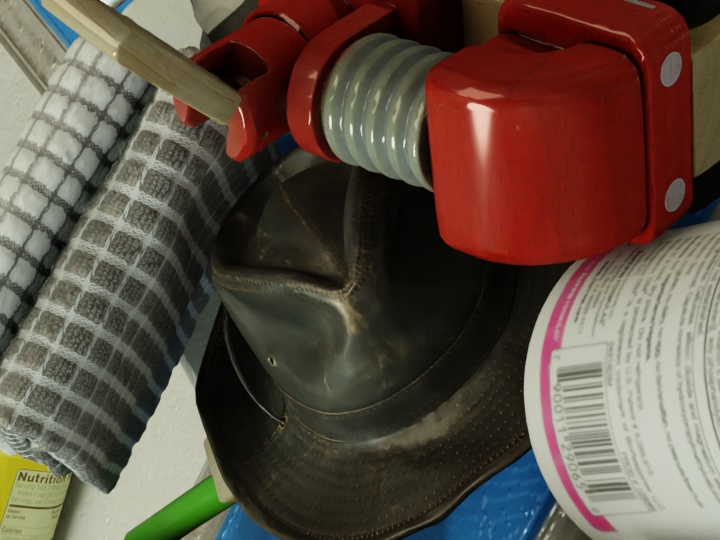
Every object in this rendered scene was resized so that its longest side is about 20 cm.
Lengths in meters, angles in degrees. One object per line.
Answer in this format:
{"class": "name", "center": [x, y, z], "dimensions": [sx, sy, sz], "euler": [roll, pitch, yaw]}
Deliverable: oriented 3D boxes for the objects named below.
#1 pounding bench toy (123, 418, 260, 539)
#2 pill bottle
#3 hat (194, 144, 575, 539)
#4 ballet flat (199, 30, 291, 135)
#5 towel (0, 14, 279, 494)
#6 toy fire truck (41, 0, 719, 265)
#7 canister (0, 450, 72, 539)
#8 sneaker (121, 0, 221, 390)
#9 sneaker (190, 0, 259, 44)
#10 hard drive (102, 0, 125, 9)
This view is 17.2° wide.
{"class": "pounding bench toy", "center": [-0.075, 0.151, 1.002], "dimensions": [0.156, 0.124, 0.201], "euler": [6, 91, 53]}
{"class": "pill bottle", "center": [0.157, 0.033, 0.755], "dimensions": [0.200, 0.113, 0.114], "euler": [-11, 72, 51]}
{"class": "hat", "center": [0.000, 0.000, 0.882], "dimensions": [0.200, 0.081, 0.201], "euler": [-22, 42, 22]}
{"class": "ballet flat", "center": [-0.035, -0.153, 1.006], "dimensions": [0.073, 0.073, 0.201], "euler": [54, 143, 45]}
{"class": "towel", "center": [-0.098, 0.002, 0.964], "dimensions": [0.166, 0.085, 0.200], "euler": [-64, -7, -9]}
{"class": "toy fire truck", "center": [0.007, -0.065, 0.782], "dimensions": [0.176, 0.200, 0.129], "euler": [23, 133, 36]}
{"class": "canister", "center": [-0.220, 0.137, 1.244], "dimensions": [0.148, 0.086, 0.201], "euler": [32, 108, 52]}
{"class": "sneaker", "center": [-0.068, -0.027, 1.115], "dimensions": [0.089, 0.075, 0.201], "euler": [121, 137, -75]}
{"class": "sneaker", "center": [0.023, -0.118, 0.938], "dimensions": [0.199, 0.080, 0.074], "euler": [1, 40, 20]}
{"class": "hard drive", "center": [-0.111, -0.198, 0.994], "dimensions": [0.026, 0.132, 0.200], "euler": [-31, 16, 25]}
